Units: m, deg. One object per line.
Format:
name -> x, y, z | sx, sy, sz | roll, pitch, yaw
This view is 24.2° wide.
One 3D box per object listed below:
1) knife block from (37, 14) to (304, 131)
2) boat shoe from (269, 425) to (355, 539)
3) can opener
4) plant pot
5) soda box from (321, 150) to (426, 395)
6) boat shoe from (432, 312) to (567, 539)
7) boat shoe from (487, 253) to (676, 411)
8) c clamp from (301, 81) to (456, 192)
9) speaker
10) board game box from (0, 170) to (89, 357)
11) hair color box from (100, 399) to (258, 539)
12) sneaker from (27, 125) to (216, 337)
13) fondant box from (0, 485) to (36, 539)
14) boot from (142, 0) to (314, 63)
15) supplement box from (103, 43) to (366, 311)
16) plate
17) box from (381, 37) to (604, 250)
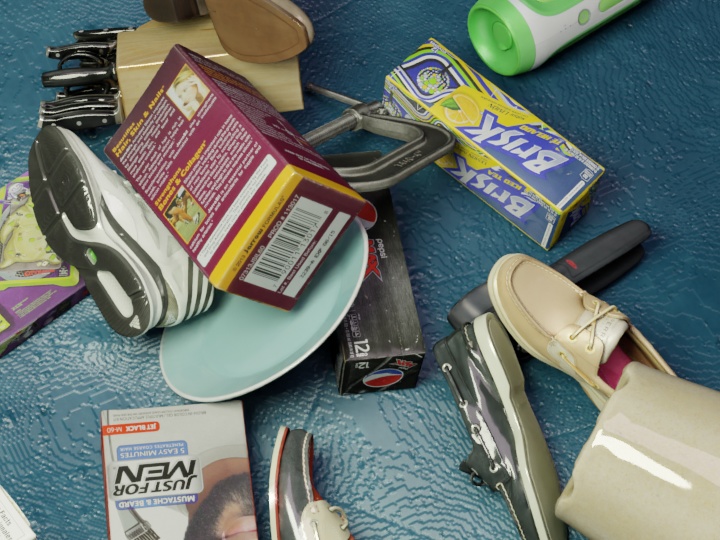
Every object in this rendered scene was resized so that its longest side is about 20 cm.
knife block -> -0.172, -0.158, 1.432 | 0.200, 0.064, 0.176 | 22, 44, 35
boat shoe -> -0.034, 0.212, 1.258 | 0.063, 0.071, 0.200 | -7, 66, 6
can opener -> 0.169, 0.010, 1.413 | 0.200, 0.063, 0.079 | -29, 67, -22
plant pot -> 0.254, 0.165, 1.254 | 0.183, 0.200, 0.200 | 27, 60, 11
soda box -> 0.000, 0.000, 1.397 | 0.071, 0.063, 0.200 | -5, 60, -11
boat shoe -> 0.106, 0.137, 1.326 | 0.066, 0.074, 0.200 | -21, 85, 20
boat shoe -> 0.189, 0.055, 1.342 | 0.200, 0.069, 0.074 | 41, 65, -14
c clamp -> -0.013, -0.106, 1.412 | 0.171, 0.027, 0.200 | 15, 26, 21
speaker -> 0.197, -0.257, 1.564 | 0.200, 0.088, 0.088 | -32, 68, -23
board game box -> -0.289, -0.004, 1.383 | 0.200, 0.032, 0.120 | -37, 74, -26
hair color box -> -0.134, 0.202, 1.260 | 0.111, 0.064, 0.200 | -4, 61, -11
sneaker -> -0.186, -0.036, 1.373 | 0.115, 0.076, 0.201 | -10, 61, -46
fondant box -> -0.317, 0.245, 1.162 | 0.200, 0.144, 0.058 | -31, 67, -23
boot -> -0.081, -0.241, 1.422 | 0.200, 0.070, 0.146 | 20, 39, 32
supplement box -> -0.101, -0.074, 1.314 | 0.110, 0.086, 0.200 | -54, 48, 14
plate -> -0.073, 0.029, 1.336 | 0.200, 0.026, 0.200 | -24, 37, 20
box -> 0.113, -0.111, 1.474 | 0.200, 0.070, 0.064 | 39, 64, 16
